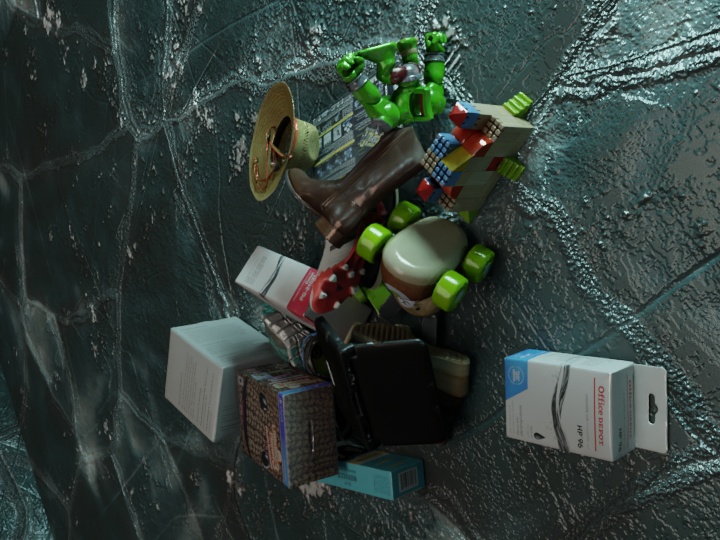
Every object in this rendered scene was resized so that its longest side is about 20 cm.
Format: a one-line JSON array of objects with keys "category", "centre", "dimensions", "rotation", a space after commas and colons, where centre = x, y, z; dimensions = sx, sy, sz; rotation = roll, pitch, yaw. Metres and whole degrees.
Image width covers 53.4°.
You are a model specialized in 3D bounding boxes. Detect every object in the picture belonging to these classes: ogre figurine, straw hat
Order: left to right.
[{"category": "straw hat", "centre": [-0.117, -0.211, 1.217], "dimensions": [0.201, 0.085, 0.202], "rotation": [-23, 64, 58]}, {"category": "ogre figurine", "centre": [0.059, -0.271, 1.040], "dimensions": [0.098, 0.200, 0.121], "rotation": [-7, 106, 34]}]

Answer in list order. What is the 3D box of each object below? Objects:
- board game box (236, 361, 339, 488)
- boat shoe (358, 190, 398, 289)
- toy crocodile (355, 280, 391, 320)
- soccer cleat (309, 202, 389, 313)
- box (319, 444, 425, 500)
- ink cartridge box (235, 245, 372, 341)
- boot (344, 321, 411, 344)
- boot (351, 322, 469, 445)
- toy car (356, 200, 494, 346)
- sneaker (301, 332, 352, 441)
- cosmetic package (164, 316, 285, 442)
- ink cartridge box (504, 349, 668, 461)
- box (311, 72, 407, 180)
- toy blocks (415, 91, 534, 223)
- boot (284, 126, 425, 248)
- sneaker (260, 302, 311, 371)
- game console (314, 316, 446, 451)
[{"category": "board game box", "centre": [-0.131, 0.264, 1.260], "dimensions": [0.200, 0.096, 0.160], "rotation": [8, 103, 58]}, {"category": "boat shoe", "centre": [0.014, -0.073, 1.166], "dimensions": [0.074, 0.063, 0.203], "rotation": [-8, 68, 63]}, {"category": "toy crocodile", "centre": [0.000, 0.000, 1.230], "dimensions": [0.067, 0.062, 0.200], "rotation": [-40, 67, 3]}, {"category": "soccer cleat", "centre": [-0.028, -0.028, 1.108], "dimensions": [0.085, 0.068, 0.201], "rotation": [23, 86, 48]}, {"category": "box", "centre": [0.012, 0.348, 1.249], "dimensions": [0.199, 0.082, 0.049], "rotation": [-4, 91, 46]}, {"category": "ink cartridge box", "centre": [-0.102, 0.044, 1.269], "dimensions": [0.199, 0.145, 0.085], "rotation": [22, 78, 43]}, {"category": "boot", "centre": [-0.002, 0.164, 1.209], "dimensions": [0.201, 0.107, 0.075], "rotation": [-65, 28, 28]}, {"category": "boot", "centre": [0.065, 0.182, 1.130], "dimensions": [0.199, 0.072, 0.167], "rotation": [19, 116, 9]}, {"category": "toy car", "centre": [0.084, 0.028, 1.093], "dimensions": [0.164, 0.158, 0.201], "rotation": [33, 136, 20]}, {"category": "sneaker", "centre": [-0.062, 0.210, 1.283], "dimensions": [0.083, 0.070, 0.201], "rotation": [148, 108, -77]}, {"category": "cosmetic package", "centre": [-0.276, 0.216, 1.472], "dimensions": [0.200, 0.167, 0.167], "rotation": [27, 115, 42]}, {"category": "ink cartridge box", "centre": [0.291, 0.175, 0.940], "dimensions": [0.199, 0.068, 0.117], "rotation": [2, 97, 46]}, {"category": "box", "centre": [-0.006, -0.218, 1.184], "dimensions": [0.200, 0.049, 0.162], "rotation": [-24, 60, 45]}, {"category": "toy blocks", "centre": [0.147, -0.154, 0.996], "dimensions": [0.100, 0.136, 0.200], "rotation": [52, 129, 28]}, {"category": "boot", "centre": [-0.006, -0.156, 1.076], "dimensions": [0.200, 0.064, 0.187], "rotation": [-46, 56, 12]}, {"category": "sneaker", "centre": [-0.127, 0.151, 1.389], "dimensions": [0.200, 0.077, 0.091], "rotation": [55, 151, 25]}, {"category": "game console", "centre": [0.028, 0.166, 1.099], "dimensions": [0.176, 0.116, 0.201], "rotation": [44, 153, 56]}]
